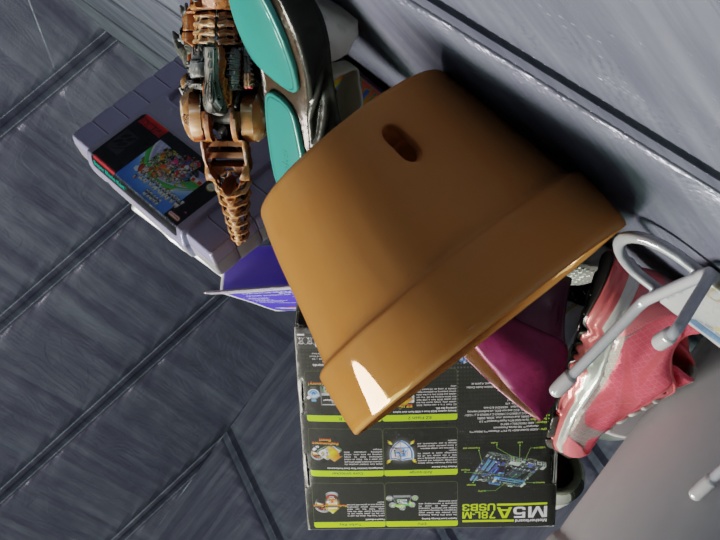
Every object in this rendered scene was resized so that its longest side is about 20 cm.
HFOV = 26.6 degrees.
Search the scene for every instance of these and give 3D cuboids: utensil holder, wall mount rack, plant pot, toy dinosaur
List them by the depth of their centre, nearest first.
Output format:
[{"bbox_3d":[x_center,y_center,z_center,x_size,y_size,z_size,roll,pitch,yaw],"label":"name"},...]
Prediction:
[{"bbox_3d":[0.035,-0.020,0.889,0.141,0.199,0.200,52,-179,7],"label":"plant pot"},{"bbox_3d":[0.207,0.068,0.915,0.199,0.075,0.174,37,162,-3],"label":"wall mount rack"},{"bbox_3d":[-0.092,-0.120,1.017,0.101,0.202,0.136,20,-155,-4],"label":"toy dinosaur"},{"bbox_3d":[0.250,0.167,1.063,0.169,0.201,0.170,36,180,0],"label":"utensil holder"}]

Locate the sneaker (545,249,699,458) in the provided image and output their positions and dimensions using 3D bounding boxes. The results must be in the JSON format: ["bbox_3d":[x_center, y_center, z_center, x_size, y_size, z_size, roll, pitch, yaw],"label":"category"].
[{"bbox_3d":[0.182,0.074,1.040,0.086,0.074,0.201,17,142,7],"label":"sneaker"}]

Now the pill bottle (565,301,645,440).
[{"bbox_3d":[0.195,0.075,1.230,0.114,0.115,0.200,37,179,-5],"label":"pill bottle"}]

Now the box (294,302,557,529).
[{"bbox_3d":[0.052,0.109,1.154,0.197,0.195,0.048,-2,-147,2],"label":"box"}]

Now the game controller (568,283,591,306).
[{"bbox_3d":[0.133,-0.018,1.202,0.104,0.042,0.200,37,178,-9],"label":"game controller"}]

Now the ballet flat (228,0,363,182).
[{"bbox_3d":[-0.035,-0.126,0.951,0.068,0.068,0.201,39,155,31],"label":"ballet flat"}]

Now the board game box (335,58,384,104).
[{"bbox_3d":[-0.008,-0.117,1.184,0.199,0.057,0.165,38,180,-3],"label":"board game box"}]

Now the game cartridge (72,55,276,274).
[{"bbox_3d":[-0.119,-0.087,1.144,0.200,0.129,0.039,37,155,39],"label":"game cartridge"}]

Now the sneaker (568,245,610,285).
[{"bbox_3d":[0.093,-0.046,1.040,0.198,0.083,0.074,16,163,-26],"label":"sneaker"}]

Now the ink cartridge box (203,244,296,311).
[{"bbox_3d":[0.000,0.000,1.170,0.195,0.044,0.200,-4,175,12],"label":"ink cartridge box"}]

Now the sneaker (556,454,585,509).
[{"bbox_3d":[0.114,0.111,1.246,0.200,0.074,0.079,47,167,0],"label":"sneaker"}]

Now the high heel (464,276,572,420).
[{"bbox_3d":[0.040,0.035,1.009,0.197,0.097,0.067,9,173,8],"label":"high heel"}]

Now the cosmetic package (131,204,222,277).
[{"bbox_3d":[-0.094,-0.097,1.272,0.101,0.201,0.071,36,135,-4],"label":"cosmetic package"}]
